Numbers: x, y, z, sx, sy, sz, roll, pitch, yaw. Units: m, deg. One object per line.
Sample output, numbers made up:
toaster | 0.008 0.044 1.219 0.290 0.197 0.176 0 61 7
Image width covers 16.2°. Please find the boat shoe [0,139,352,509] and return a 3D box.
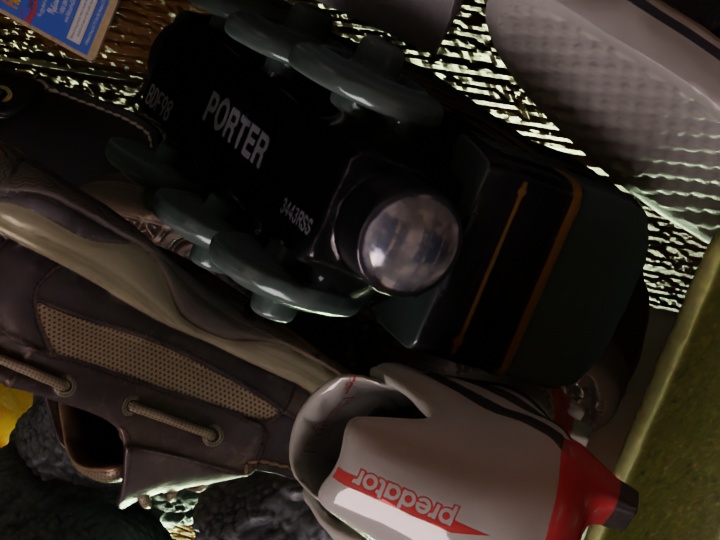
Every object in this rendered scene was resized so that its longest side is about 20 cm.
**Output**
boat shoe | -0.067 0.031 0.779 0.200 0.073 0.074 35 180 -36

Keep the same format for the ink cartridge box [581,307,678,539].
ink cartridge box | 0.153 0.093 0.893 0.200 0.084 0.146 12 150 27

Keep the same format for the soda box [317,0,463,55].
soda box | 0.019 -0.139 0.631 0.068 0.063 0.200 25 153 3

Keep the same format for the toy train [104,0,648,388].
toy train | 0.000 -0.029 0.753 0.114 0.085 0.200 19 -170 -26

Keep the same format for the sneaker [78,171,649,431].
sneaker | 0.000 0.000 0.863 0.200 0.076 0.070 18 136 10

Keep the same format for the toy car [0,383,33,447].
toy car | -0.241 0.086 1.158 0.200 0.150 0.175 0 143 42

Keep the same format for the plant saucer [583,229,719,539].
plant saucer | 0.155 0.110 0.683 0.200 0.048 0.200 32 121 22

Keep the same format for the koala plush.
koala plush | -0.100 0.097 0.955 0.184 0.200 0.177 49 -179 17

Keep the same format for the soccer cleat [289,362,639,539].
soccer cleat | 0.020 0.054 0.715 0.085 0.069 0.200 23 -177 -6

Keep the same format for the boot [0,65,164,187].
boot | -0.168 -0.067 0.899 0.200 0.073 0.151 15 160 35

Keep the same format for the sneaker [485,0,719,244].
sneaker | 0.132 -0.039 0.695 0.200 0.079 0.078 35 161 -2

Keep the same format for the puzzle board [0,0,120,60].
puzzle board | -0.130 -0.150 0.797 0.151 0.017 0.200 28 154 -4
